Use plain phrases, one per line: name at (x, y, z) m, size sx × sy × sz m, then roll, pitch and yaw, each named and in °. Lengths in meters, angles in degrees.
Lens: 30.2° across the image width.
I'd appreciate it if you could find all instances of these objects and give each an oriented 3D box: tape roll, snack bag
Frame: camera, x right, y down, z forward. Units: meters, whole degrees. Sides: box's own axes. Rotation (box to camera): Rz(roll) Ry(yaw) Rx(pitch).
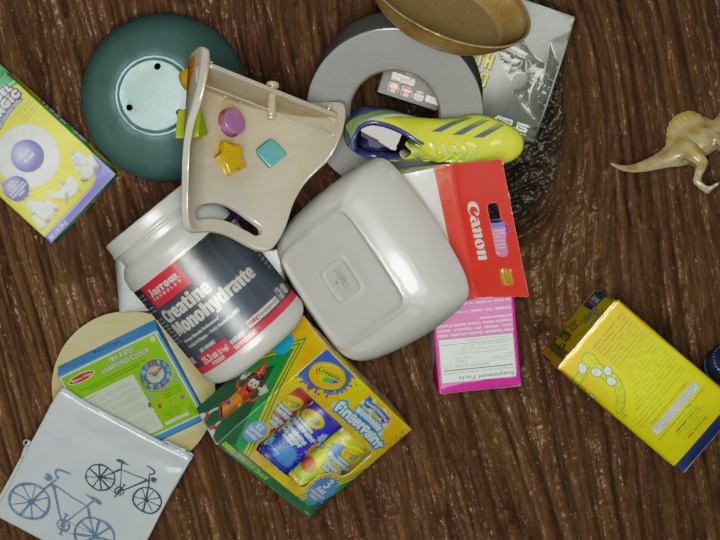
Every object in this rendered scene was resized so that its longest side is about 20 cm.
tape roll at (0.040, -0.192, 1.531) m, size 0.200 × 0.066 × 0.200 m, roll 2°, pitch 118°, yaw 3°
snack bag at (-0.326, 0.256, 1.616) m, size 0.188 × 0.021 × 0.200 m, roll 28°, pitch 105°, yaw -4°

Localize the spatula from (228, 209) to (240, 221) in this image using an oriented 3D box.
spatula at (-0.131, -0.123, 1.598) m, size 0.056 × 0.021 × 0.200 m, roll 34°, pitch 89°, yaw 19°

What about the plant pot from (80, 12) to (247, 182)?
plant pot at (-0.228, -0.199, 1.530) m, size 0.200 × 0.135 × 0.200 m, roll 0°, pitch 96°, yaw -3°

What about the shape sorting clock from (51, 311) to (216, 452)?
shape sorting clock at (-0.273, 0.145, 1.612) m, size 0.200 × 0.039 × 0.200 m, roll 1°, pitch 106°, yaw 2°

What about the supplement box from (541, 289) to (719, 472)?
supplement box at (0.334, 0.130, 1.606) m, size 0.200 × 0.109 × 0.110 m, roll 40°, pitch 93°, yaw -6°

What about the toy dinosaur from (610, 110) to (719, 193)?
toy dinosaur at (0.402, -0.141, 1.617) m, size 0.200 × 0.058 × 0.101 m, roll -32°, pitch 82°, yaw -7°

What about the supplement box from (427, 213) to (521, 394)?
supplement box at (0.128, 0.037, 1.590) m, size 0.103 × 0.101 × 0.200 m, roll -4°, pitch 97°, yaw -2°

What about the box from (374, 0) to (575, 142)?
box at (0.135, -0.255, 1.585) m, size 0.200 × 0.048 × 0.159 m, roll 18°, pitch 95°, yaw -5°

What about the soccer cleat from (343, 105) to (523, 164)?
soccer cleat at (0.080, -0.138, 1.472) m, size 0.200 × 0.084 × 0.065 m, roll 7°, pitch 118°, yaw 1°

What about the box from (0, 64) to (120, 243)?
box at (-0.396, -0.142, 1.573) m, size 0.200 × 0.048 × 0.117 m, roll 43°, pitch 92°, yaw -5°

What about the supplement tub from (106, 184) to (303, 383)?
supplement tub at (-0.173, 0.012, 1.488) m, size 0.140 × 0.140 × 0.200 m, roll -39°, pitch 97°, yaw 2°

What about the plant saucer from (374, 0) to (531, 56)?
plant saucer at (0.091, -0.294, 1.480) m, size 0.200 × 0.200 × 0.035 m, roll 22°, pitch 128°, yaw -5°

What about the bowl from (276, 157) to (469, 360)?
bowl at (0.000, 0.000, 1.482) m, size 0.200 × 0.075 × 0.200 m, roll -36°, pitch 87°, yaw 42°

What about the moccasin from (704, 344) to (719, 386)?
moccasin at (0.521, 0.106, 1.626) m, size 0.200 × 0.068 × 0.081 m, roll -1°, pitch 66°, yaw -10°

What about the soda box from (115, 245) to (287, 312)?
soda box at (-0.188, 0.009, 1.590) m, size 0.200 × 0.063 × 0.068 m, roll -3°, pitch 97°, yaw -2°

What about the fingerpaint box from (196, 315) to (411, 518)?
fingerpaint box at (-0.062, 0.175, 1.559) m, size 0.167 × 0.073 × 0.200 m, roll -41°, pitch 133°, yaw 1°

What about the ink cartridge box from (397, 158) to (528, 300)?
ink cartridge box at (0.078, -0.035, 1.483) m, size 0.200 × 0.050 × 0.161 m, roll -1°, pitch 108°, yaw 40°

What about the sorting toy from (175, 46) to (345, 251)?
sorting toy at (-0.131, -0.118, 1.433) m, size 0.200 × 0.107 × 0.180 m, roll 17°, pitch 76°, yaw -41°
